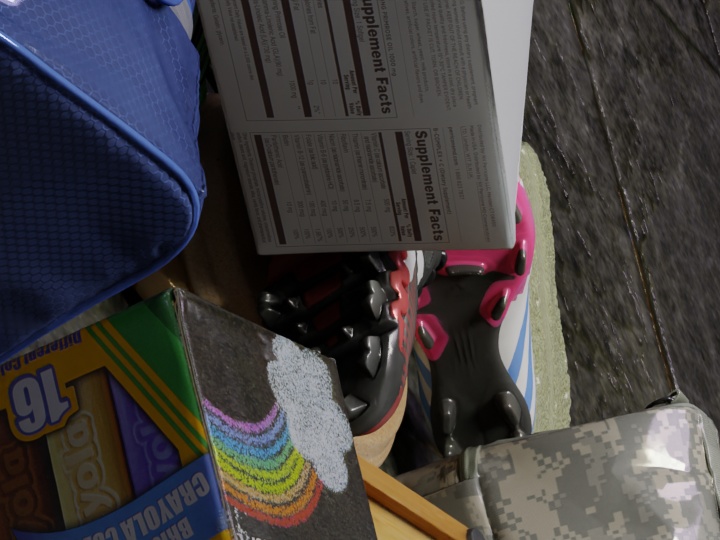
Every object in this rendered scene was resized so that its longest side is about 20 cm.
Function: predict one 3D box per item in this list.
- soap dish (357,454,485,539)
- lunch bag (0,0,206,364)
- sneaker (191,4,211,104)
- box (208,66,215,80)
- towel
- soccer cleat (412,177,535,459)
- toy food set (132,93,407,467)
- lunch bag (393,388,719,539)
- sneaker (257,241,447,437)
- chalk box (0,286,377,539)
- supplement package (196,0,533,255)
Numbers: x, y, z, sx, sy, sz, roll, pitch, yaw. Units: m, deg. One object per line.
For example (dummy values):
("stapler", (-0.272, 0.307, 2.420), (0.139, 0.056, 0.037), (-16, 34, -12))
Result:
("soap dish", (-0.006, 0.155, 1.042), (0.200, 0.081, 0.158), (38, 34, -52))
("lunch bag", (-0.141, -0.059, 0.778), (0.136, 0.200, 0.132), (41, 30, -39))
("sneaker", (-0.077, -0.132, 1.060), (0.085, 0.078, 0.200), (64, 29, -26))
("box", (-0.010, -0.088, 1.330), (0.200, 0.048, 0.158), (59, 22, -20))
("towel", (0.089, 0.022, 1.388), (0.148, 0.036, 0.200), (5, 78, -77))
("soccer cleat", (0.051, 0.010, 1.235), (0.086, 0.070, 0.200), (-94, 179, -52))
("toy food set", (-0.039, 0.012, 1.157), (0.198, 0.049, 0.200), (64, 21, -8))
("lunch bag", (0.115, 0.173, 1.190), (0.139, 0.168, 0.200), (31, 41, -56))
("sneaker", (0.000, 0.000, 1.090), (0.098, 0.071, 0.201), (46, 25, -41))
("chalk box", (-0.065, 0.130, 0.873), (0.125, 0.124, 0.200), (29, 43, -59))
("supplement package", (0.010, -0.132, 1.027), (0.156, 0.111, 0.200), (79, 14, -47))
